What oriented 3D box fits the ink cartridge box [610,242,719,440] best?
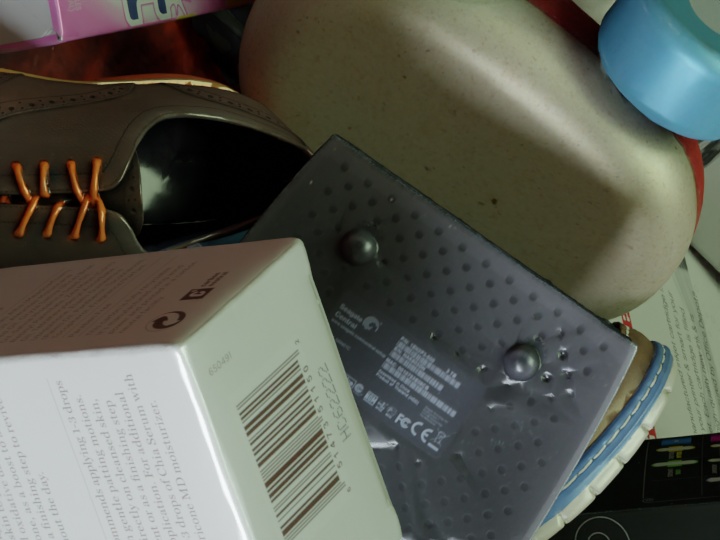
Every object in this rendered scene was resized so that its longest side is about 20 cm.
[{"bbox_3d":[0.124,0.063,1.243,0.200,0.083,0.147,17,58,-53],"label":"ink cartridge box"}]

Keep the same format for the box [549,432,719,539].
[{"bbox_3d":[0.091,0.149,1.072,0.124,0.199,0.149,-51,135,-79],"label":"box"}]

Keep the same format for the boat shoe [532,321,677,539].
[{"bbox_3d":[0.020,0.077,0.967,0.200,0.072,0.072,-40,96,-7],"label":"boat shoe"}]

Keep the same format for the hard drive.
[{"bbox_3d":[-0.014,0.072,0.918,0.200,0.135,0.042,-56,174,2],"label":"hard drive"}]

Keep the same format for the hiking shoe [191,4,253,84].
[{"bbox_3d":[-0.020,-0.135,1.064,0.200,0.100,0.076,60,42,-32],"label":"hiking shoe"}]

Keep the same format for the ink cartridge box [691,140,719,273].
[{"bbox_3d":[0.160,-0.091,1.264,0.200,0.084,0.146,42,31,-26],"label":"ink cartridge box"}]

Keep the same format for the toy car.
[{"bbox_3d":[0.057,-0.086,1.046,0.177,0.185,0.200,33,35,-4],"label":"toy car"}]

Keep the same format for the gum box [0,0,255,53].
[{"bbox_3d":[-0.109,-0.180,0.969,0.113,0.066,0.201,-20,102,-54],"label":"gum box"}]

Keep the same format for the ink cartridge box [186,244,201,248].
[{"bbox_3d":[0.000,0.000,1.097,0.199,0.050,0.110,11,75,-20],"label":"ink cartridge box"}]

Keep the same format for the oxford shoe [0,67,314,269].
[{"bbox_3d":[-0.107,-0.032,0.904,0.199,0.072,0.072,-11,104,-30],"label":"oxford shoe"}]

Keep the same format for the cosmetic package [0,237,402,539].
[{"bbox_3d":[-0.098,0.056,0.838,0.071,0.199,0.102,-42,120,-50],"label":"cosmetic package"}]
